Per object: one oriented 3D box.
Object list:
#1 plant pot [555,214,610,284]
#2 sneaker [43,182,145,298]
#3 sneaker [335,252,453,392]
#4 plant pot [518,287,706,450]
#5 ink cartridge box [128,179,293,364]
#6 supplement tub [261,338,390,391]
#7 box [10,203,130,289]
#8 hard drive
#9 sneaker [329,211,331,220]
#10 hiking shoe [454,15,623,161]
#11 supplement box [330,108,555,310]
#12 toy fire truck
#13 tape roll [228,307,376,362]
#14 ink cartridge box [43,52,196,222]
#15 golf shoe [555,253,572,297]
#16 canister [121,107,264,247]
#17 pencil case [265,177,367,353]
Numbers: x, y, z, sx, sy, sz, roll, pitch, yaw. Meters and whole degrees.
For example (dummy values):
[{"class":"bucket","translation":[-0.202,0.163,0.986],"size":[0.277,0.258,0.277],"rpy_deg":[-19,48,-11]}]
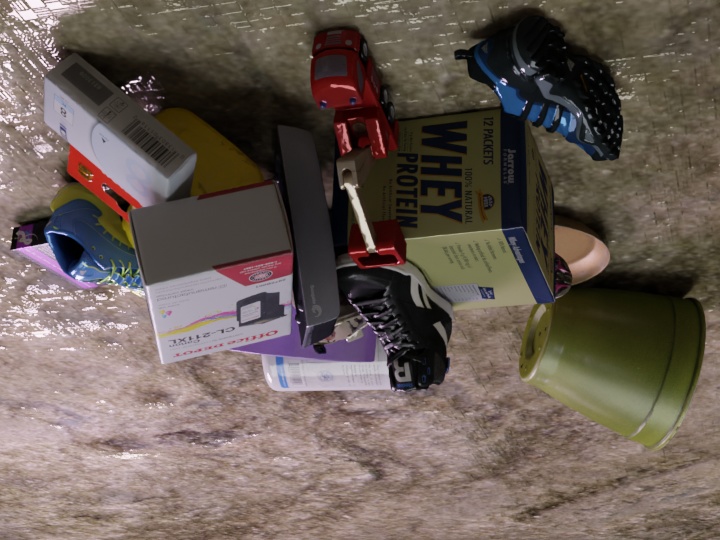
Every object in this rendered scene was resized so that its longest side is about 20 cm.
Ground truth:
[{"class":"plant pot","translation":[0.198,-0.025,1.673],"size":[0.197,0.028,0.201],"rpy_deg":[1,157,0]},{"class":"sneaker","translation":[-0.279,-0.003,1.569],"size":[0.200,0.105,0.076],"rpy_deg":[41,128,-13]},{"class":"sneaker","translation":[0.039,0.063,1.432],"size":[0.072,0.113,0.199],"rpy_deg":[-12,153,31]},{"class":"plant pot","translation":[0.310,0.106,1.787],"size":[0.190,0.203,0.201],"rpy_deg":[16,155,-6]},{"class":"ink cartridge box","translation":[-0.142,0.006,1.377],"size":[0.144,0.084,0.201],"rpy_deg":[-13,156,-9]},{"class":"supplement tub","translation":[-0.023,0.091,1.827],"size":[0.197,0.134,0.132],"rpy_deg":[-2,157,8]},{"class":"box","translation":[-0.301,-0.028,1.694],"size":[0.198,0.037,0.143],"rpy_deg":[-8,156,24]},{"class":"hard drive","translation":[-0.055,-0.033,1.401],"size":[0.042,0.203,0.135],"rpy_deg":[-8,168,-7]},{"class":"sneaker","translation":[0.002,-0.001,1.643],"size":[0.060,0.106,0.199],"rpy_deg":[-18,150,39]},{"class":"hiking shoe","translation":[0.176,-0.166,1.304],"size":[0.086,0.075,0.200],"rpy_deg":[-7,147,39]},{"class":"supplement box","translation":[0.092,-0.055,1.469],"size":[0.197,0.136,0.200],"rpy_deg":[-5,156,16]},{"class":"toy fire truck","translation":[-0.001,-0.110,1.310],"size":[0.048,0.143,0.201],"rpy_deg":[-5,146,17]},{"class":"tape roll","translation":[-0.078,0.067,1.668],"size":[0.197,0.067,0.200],"rpy_deg":[6,178,0]},{"class":"ink cartridge box","translation":[-0.242,-0.096,1.378],"size":[0.160,0.047,0.201],"rpy_deg":[38,148,10]},{"class":"golf shoe","translation":[0.148,0.002,1.622],"size":[0.197,0.074,0.092],"rpy_deg":[7,165,14]},{"class":"canister","translation":[-0.176,-0.067,1.475],"size":[0.148,0.087,0.200],"rpy_deg":[39,154,7]},{"class":"pencil case","translation":[-0.058,-0.013,1.513],"size":[0.077,0.202,0.090],"rpy_deg":[-25,160,-7]}]
